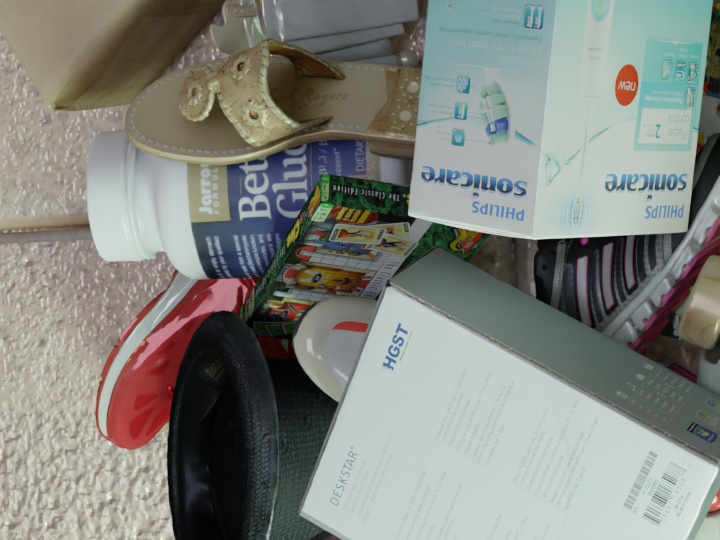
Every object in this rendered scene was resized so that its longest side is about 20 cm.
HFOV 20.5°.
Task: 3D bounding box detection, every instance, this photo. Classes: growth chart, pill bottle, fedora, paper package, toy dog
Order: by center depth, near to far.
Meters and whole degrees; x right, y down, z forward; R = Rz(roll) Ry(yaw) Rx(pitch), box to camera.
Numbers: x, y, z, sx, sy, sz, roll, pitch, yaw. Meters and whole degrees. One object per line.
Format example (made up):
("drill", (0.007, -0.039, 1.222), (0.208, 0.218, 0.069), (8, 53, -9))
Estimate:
("toy dog", (0.210, 0.075, 1.104), (0.132, 0.096, 0.200), (42, 120, 9))
("growth chart", (-0.028, -0.208, 1.237), (0.018, 0.144, 0.201), (-176, 85, -73))
("pill bottle", (-0.064, -0.051, 1.239), (0.199, 0.111, 0.112), (-3, 92, 8))
("fedora", (-0.055, 0.121, 1.245), (0.200, 0.091, 0.202), (178, 90, -69))
("paper package", (-0.171, -0.243, 1.332), (0.200, 0.103, 0.191), (-44, 72, 27))

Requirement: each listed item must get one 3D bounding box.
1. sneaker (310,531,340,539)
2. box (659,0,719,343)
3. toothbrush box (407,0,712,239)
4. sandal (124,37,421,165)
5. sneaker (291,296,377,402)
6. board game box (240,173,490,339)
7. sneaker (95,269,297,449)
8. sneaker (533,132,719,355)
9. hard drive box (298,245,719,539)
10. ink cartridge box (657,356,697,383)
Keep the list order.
("sneaker", (-0.026, 0.201, 1.288), (0.199, 0.082, 0.071), (12, 99, 31))
("box", (0.190, -0.063, 1.164), (0.136, 0.038, 0.201), (16, 102, 29))
("toothbrush box", (0.108, -0.120, 1.024), (0.085, 0.146, 0.201), (13, 99, 39))
("sandal", (-0.040, -0.110, 1.161), (0.210, 0.070, 0.078), (3, 58, 8))
("sneaker", (0.055, 0.076, 1.166), (0.199, 0.093, 0.071), (34, 79, -11))
("board game box", (0.000, 0.000, 1.189), (0.200, 0.104, 0.024), (125, 147, -62))
("sneaker", (-0.093, 0.063, 1.323), (0.115, 0.078, 0.201), (41, 114, 23))
("sneaker", (0.145, -0.008, 1.129), (0.087, 0.074, 0.200), (41, 118, 15))
("hard drive box", (0.086, 0.105, 1.074), (0.199, 0.077, 0.157), (29, 117, 15))
("ink cartridge box", (0.181, 0.168, 1.183), (0.119, 0.042, 0.201), (33, 111, 21))
